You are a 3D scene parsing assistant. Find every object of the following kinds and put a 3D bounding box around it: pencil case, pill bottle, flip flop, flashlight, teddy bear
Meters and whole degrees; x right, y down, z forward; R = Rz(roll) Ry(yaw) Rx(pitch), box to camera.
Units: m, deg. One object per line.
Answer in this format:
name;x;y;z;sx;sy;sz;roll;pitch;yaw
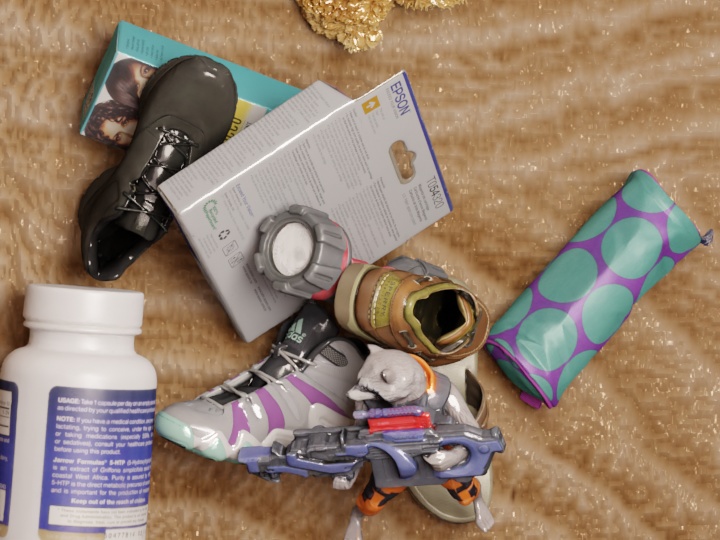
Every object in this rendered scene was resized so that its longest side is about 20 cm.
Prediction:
pencil case;0.190;0.016;1.824;0.085;0.092;0.200;38;80;29
pill bottle;-0.215;0.113;1.694;0.119;0.120;0.201;5;91;-16
flip flop;0.072;0.105;1.807;0.081;0.058;0.201;-1;92;-16
flashlight;0.000;0.000;1.716;0.200;0.068;0.068;16;81;-55
teddy bear;0.035;-0.264;1.780;0.199;0.067;0.145;-23;96;-15

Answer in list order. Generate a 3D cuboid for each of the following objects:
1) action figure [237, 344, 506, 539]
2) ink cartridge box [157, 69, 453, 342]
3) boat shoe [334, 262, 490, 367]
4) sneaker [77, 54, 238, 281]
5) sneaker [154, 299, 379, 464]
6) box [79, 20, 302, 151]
action figure;0.013;0.131;1.702;0.199;0.105;0.194;1;135;6
ink cartridge box;-0.038;-0.055;1.704;0.200;0.197;0.043;-34;57;-7
boat shoe;0.057;0.041;1.700;0.200;0.068;0.072;11;90;-59
sneaker;-0.150;-0.071;1.678;0.076;0.091;0.200;23;121;-15
sneaker;-0.065;0.075;1.731;0.200;0.078;0.140;4;102;-43
box;-0.109;-0.115;1.734;0.199;0.049;0.082;19;122;-16
